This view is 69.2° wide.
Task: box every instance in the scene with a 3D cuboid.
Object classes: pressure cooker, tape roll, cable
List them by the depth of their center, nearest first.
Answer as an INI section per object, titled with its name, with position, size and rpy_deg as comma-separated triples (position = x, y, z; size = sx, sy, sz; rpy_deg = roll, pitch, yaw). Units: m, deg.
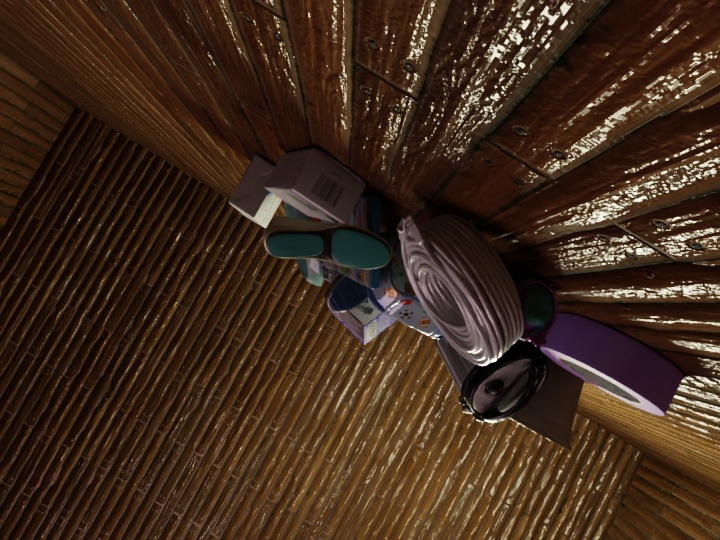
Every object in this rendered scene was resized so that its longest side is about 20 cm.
[cable]
position = 0.129, 0.025, 0.687
size = 0.201, 0.068, 0.201
rpy_deg = 52, 166, 24
[tape roll]
position = 0.387, 0.144, 0.818
size = 0.197, 0.067, 0.200
rpy_deg = 30, 176, 2
[pressure cooker]
position = 0.247, 0.172, 0.973
size = 0.202, 0.175, 0.178
rpy_deg = -115, 10, -46

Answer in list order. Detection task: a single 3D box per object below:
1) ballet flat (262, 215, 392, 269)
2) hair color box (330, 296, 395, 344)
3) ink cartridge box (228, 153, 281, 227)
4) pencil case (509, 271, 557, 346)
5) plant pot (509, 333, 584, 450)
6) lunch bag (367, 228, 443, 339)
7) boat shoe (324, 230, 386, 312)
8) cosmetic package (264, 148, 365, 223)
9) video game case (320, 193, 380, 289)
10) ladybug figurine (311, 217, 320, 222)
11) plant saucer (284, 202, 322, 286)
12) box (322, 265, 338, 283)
[ballet flat]
position = -0.049, -0.048, 0.795
size = 0.195, 0.071, 0.069
rpy_deg = 8, 179, -9
[hair color box]
position = 0.045, 0.042, 1.032
size = 0.109, 0.198, 0.066
rpy_deg = 39, 148, 32
[ink cartridge box]
position = -0.218, -0.167, 1.158
size = 0.067, 0.117, 0.200
rpy_deg = 30, 177, 0
[pencil case]
position = 0.202, 0.047, 0.787
size = 0.083, 0.095, 0.199
rpy_deg = -9, -172, -18
[plant pot]
position = 0.375, 0.233, 1.080
size = 0.197, 0.187, 0.200
rpy_deg = 27, 176, 2
[lunch bag]
position = 0.099, 0.023, 0.927
size = 0.198, 0.075, 0.163
rpy_deg = 29, -141, -30
[boat shoe]
position = 0.000, 0.000, 0.989
size = 0.072, 0.199, 0.073
rpy_deg = 22, 145, 48
[cosmetic package]
position = -0.079, -0.136, 0.834
size = 0.101, 0.075, 0.199
rpy_deg = 31, 178, -25
[video game case]
position = -0.023, -0.063, 0.899
size = 0.017, 0.147, 0.199
rpy_deg = -6, -164, -27
[ladybug figurine]
position = -0.066, -0.106, 1.076
size = 0.135, 0.073, 0.199
rpy_deg = 34, 175, -35
[plant saucer]
position = -0.119, -0.064, 1.057
size = 0.027, 0.205, 0.200
rpy_deg = -15, 180, -14
[box]
position = 0.002, 0.018, 1.236
size = 0.197, 0.050, 0.158
rpy_deg = 30, -165, 2
